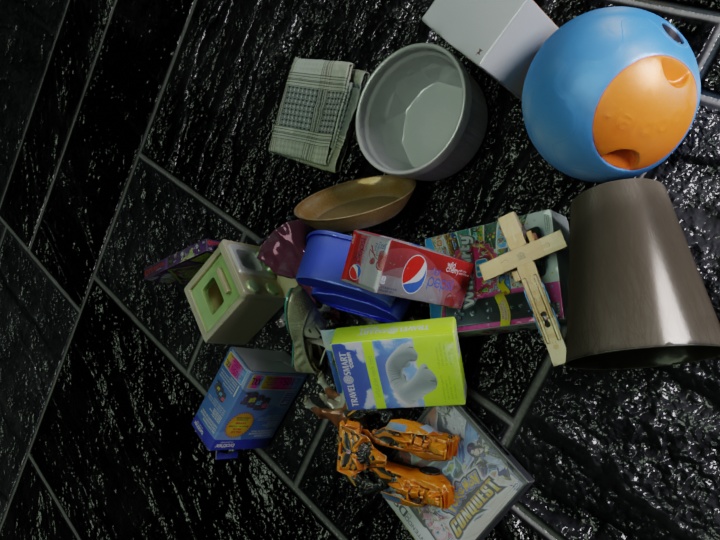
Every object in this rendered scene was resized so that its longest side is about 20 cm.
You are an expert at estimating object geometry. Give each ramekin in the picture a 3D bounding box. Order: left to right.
[{"bbox_3d":[0.100,-0.233,1.014,0.199,0.105,0.202,-7,79,37],"label":"ramekin"}]

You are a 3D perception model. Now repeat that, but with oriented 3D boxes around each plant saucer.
[{"bbox_3d":[-0.006,-0.103,1.046,0.199,0.200,0.036,5,118,39],"label":"plant saucer"}]

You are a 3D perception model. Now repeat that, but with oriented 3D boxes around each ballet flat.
[{"bbox_3d":[-0.082,0.100,1.077,0.062,0.201,0.068,15,51,13],"label":"ballet flat"}]

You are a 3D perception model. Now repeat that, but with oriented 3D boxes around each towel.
[{"bbox_3d":[-0.084,-0.292,1.217,0.199,0.034,0.194,22,97,38],"label":"towel"}]

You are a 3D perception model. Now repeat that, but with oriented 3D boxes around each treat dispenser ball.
[{"bbox_3d":[0.296,-0.208,0.790,0.200,0.200,0.203,-7,78,38],"label":"treat dispenser ball"}]

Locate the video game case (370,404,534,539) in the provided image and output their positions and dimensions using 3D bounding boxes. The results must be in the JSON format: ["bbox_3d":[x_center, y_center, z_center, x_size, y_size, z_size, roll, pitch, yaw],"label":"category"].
[{"bbox_3d":[0.125,0.305,0.958,0.181,0.025,0.201,47,112,34],"label":"video game case"}]

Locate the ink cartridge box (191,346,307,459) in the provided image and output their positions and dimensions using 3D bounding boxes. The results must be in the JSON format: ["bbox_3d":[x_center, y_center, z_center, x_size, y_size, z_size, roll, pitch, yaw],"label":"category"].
[{"bbox_3d":[-0.202,0.240,1.160,0.076,0.136,0.201,43,110,38],"label":"ink cartridge box"}]

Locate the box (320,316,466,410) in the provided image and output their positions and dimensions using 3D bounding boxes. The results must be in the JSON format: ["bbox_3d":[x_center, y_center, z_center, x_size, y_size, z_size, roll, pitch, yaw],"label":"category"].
[{"bbox_3d":[0.045,0.136,0.942,0.198,0.048,0.123,-6,116,14],"label":"box"}]

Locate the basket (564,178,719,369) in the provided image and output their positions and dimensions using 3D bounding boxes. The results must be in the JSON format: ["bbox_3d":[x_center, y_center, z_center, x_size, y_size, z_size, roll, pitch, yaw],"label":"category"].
[{"bbox_3d":[0.321,0.005,0.780,0.179,0.136,0.202,-3,72,6],"label":"basket"}]

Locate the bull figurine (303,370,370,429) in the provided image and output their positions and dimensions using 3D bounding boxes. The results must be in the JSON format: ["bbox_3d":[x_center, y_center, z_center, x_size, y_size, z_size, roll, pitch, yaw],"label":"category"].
[{"bbox_3d":[0.000,0.174,1.033,0.121,0.065,0.201,31,114,-2],"label":"bull figurine"}]

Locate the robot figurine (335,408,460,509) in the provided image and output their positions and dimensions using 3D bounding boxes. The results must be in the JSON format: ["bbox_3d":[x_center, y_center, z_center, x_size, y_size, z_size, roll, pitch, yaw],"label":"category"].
[{"bbox_3d":[0.044,0.270,0.961,0.199,0.058,0.146,6,95,31],"label":"robot figurine"}]

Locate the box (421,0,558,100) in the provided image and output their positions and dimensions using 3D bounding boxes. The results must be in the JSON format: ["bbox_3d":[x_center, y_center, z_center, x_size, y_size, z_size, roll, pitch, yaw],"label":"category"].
[{"bbox_3d":[0.197,-0.309,0.886,0.098,0.199,0.125,-52,56,20],"label":"box"}]

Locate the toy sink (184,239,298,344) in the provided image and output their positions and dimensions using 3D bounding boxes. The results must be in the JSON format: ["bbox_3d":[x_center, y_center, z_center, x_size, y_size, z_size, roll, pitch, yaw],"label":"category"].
[{"bbox_3d":[-0.220,0.026,1.224,0.200,0.112,0.131,-44,59,25],"label":"toy sink"}]

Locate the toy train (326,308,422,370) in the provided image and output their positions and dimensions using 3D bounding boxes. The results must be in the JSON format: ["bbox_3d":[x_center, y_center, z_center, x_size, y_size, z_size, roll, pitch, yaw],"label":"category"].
[{"bbox_3d":[0.022,0.118,1.065,0.199,0.034,0.046,-35,66,30],"label":"toy train"}]

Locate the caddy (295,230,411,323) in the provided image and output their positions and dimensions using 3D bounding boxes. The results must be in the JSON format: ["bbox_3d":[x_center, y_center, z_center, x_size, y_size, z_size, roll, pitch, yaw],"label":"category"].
[{"bbox_3d":[0.000,0.000,1.003,0.199,0.142,0.106,14,70,23],"label":"caddy"}]

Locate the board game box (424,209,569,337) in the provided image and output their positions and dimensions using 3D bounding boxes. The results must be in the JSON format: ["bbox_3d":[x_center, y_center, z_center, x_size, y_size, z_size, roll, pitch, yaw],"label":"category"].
[{"bbox_3d":[0.194,0.012,0.926,0.199,0.064,0.149,-13,75,38],"label":"board game box"}]

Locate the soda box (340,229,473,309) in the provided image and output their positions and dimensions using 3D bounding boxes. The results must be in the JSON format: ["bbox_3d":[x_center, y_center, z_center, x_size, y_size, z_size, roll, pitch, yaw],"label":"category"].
[{"bbox_3d":[0.066,0.001,0.861,0.063,0.199,0.071,18,93,39],"label":"soda box"}]

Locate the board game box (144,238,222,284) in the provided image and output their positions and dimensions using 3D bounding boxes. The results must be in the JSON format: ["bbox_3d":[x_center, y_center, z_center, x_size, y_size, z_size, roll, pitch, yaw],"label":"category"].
[{"bbox_3d":[-0.322,-0.013,1.309,0.199,0.120,0.033,-20,68,34],"label":"board game box"}]

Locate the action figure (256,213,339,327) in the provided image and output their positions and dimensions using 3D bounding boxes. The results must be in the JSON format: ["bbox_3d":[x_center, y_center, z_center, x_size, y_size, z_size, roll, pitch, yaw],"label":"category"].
[{"bbox_3d":[-0.089,0.009,1.148,0.201,0.149,0.134,54,129,10],"label":"action figure"}]

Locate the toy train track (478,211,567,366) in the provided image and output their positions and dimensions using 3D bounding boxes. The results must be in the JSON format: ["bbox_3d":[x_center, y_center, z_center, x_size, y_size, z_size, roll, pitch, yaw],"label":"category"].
[{"bbox_3d":[0.225,0.022,0.844,0.114,0.032,0.201,-24,75,25],"label":"toy train track"}]
